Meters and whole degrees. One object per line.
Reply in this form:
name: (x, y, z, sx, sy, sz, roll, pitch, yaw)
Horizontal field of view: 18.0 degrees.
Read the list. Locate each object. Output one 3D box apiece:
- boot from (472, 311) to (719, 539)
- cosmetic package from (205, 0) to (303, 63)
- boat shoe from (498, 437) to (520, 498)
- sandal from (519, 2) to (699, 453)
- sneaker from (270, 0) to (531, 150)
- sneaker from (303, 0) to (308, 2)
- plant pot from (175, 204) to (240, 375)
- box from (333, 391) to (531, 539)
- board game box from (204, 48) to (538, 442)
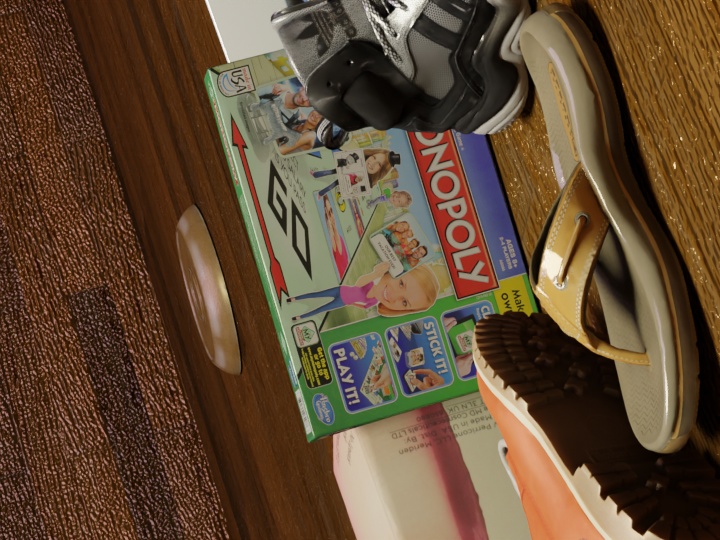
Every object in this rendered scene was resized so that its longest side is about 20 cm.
boot: (0.095, 0.100, 1.017, 0.200, 0.075, 0.108, -119, 32, -51)
cosmetic package: (-0.047, -0.142, 1.386, 0.151, 0.052, 0.201, -38, -71, -81)
boat shoe: (0.118, 0.162, 1.065, 0.072, 0.065, 0.201, 112, 142, -73)
sandal: (0.094, -0.015, 0.968, 0.080, 0.054, 0.201, 122, 132, -76)
sneaker: (0.017, -0.131, 1.046, 0.200, 0.113, 0.076, 86, 165, -47)
sneaker: (-0.042, -0.250, 1.314, 0.085, 0.077, 0.201, -125, 22, -73)
plant pot: (-0.176, 0.025, 2.575, 0.200, 0.027, 0.201, 166, 90, -80)
box: (0.065, 0.155, 1.221, 0.128, 0.109, 0.201, 94, 159, -61)
board game box: (0.009, -0.025, 1.189, 0.029, 0.134, 0.201, 132, 122, -78)
